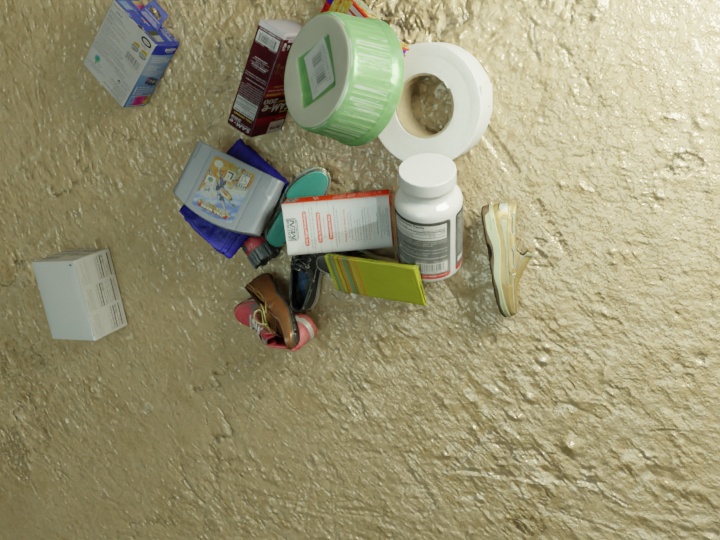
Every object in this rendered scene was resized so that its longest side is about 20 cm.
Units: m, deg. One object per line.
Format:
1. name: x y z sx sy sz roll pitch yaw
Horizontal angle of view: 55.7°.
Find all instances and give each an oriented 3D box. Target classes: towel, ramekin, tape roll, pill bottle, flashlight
1. towel: -0.253 -0.144 1.355 0.147 0.050 0.200 41 93 5
2. ramekin: -0.034 -0.302 1.065 0.199 0.097 0.202 -2 87 49
3. tape roll: 0.119 -0.280 1.150 0.201 0.071 0.204 9 110 25
4. towel: 0.026 0.014 1.225 0.199 0.018 0.087 8 132 36
5. pill bottle: 0.116 -0.088 1.154 0.115 0.116 0.201 15 136 22
6. flashlight: -0.246 -0.103 1.410 0.068 0.068 0.201 -34 84 8

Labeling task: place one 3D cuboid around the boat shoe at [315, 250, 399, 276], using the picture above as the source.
1. boat shoe: 0.000 0.000 1.297 0.198 0.065 0.074 10 125 17

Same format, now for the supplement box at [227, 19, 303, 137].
1. supplement box: -0.164 -0.353 1.252 0.061 0.109 0.201 33 120 13

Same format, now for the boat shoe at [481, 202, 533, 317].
1. boat shoe: 0.260 -0.018 1.172 0.075 0.072 0.202 -9 105 14

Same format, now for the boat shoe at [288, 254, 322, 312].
1. boat shoe: -0.114 -0.007 1.368 0.069 0.066 0.202 20 115 20

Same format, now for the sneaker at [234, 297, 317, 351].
1. sneaker: -0.194 0.116 1.433 0.199 0.087 0.074 14 128 23

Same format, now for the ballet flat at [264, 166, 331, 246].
1. ballet flat: -0.124 -0.134 1.329 0.074 0.074 0.200 47 117 6

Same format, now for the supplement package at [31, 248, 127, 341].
1. supplement package: -0.686 0.058 1.666 0.155 0.111 0.202 -1 106 28

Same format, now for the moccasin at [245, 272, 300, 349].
1. moccasin: -0.181 0.085 1.376 0.202 0.077 0.074 55 164 36

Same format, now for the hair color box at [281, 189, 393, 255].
1. hair color box: -0.040 -0.089 1.265 0.198 0.061 0.102 -4 106 4

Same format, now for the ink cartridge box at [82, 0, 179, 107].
1. ink cartridge box: -0.463 -0.455 1.393 0.137 0.076 0.200 47 123 5

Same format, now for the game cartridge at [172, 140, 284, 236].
1. game cartridge: -0.260 -0.152 1.319 0.199 0.042 0.134 26 85 12

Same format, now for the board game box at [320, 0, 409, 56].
1. board game box: -0.017 -0.367 1.158 0.200 0.046 0.152 55 127 34
